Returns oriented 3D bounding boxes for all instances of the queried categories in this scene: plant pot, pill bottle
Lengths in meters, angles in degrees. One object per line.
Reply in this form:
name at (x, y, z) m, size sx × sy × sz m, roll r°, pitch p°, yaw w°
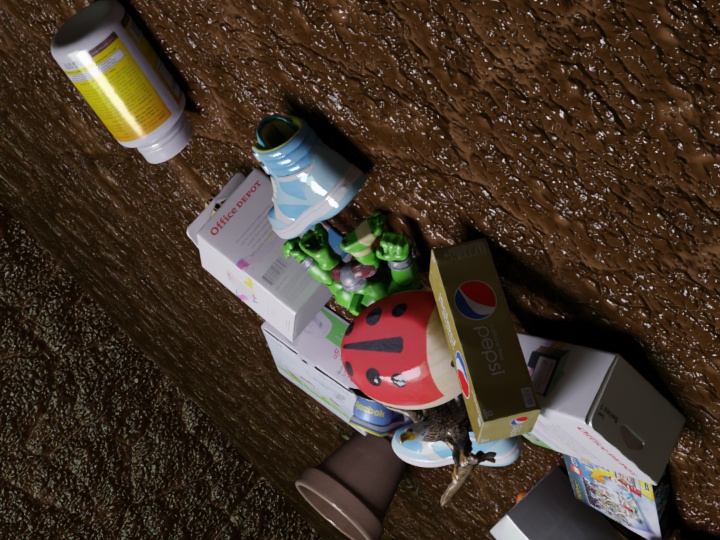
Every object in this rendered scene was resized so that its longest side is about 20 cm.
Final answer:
plant pot at (-0.001, 0.409, 2.087) m, size 0.199 × 0.175 × 0.201 m, roll 35°, pitch 159°, yaw 16°
pill bottle at (-0.299, -0.237, 1.382) m, size 0.108 × 0.110 × 0.201 m, roll 19°, pitch 150°, yaw 47°

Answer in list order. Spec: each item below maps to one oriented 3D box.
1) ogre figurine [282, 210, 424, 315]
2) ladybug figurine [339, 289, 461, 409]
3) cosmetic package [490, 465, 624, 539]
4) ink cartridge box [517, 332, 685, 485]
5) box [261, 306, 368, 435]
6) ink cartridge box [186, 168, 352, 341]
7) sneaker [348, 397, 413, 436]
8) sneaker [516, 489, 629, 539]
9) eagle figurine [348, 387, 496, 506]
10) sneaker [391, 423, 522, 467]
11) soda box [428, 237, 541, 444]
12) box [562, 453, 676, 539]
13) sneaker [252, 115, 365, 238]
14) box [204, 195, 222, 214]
ogre figurine at (0.000, 0.000, 1.321) m, size 0.197 × 0.099 × 0.120 m, roll -17°, pitch 127°, yaw 28°
ladybug figurine at (0.049, 0.089, 1.233) m, size 0.197 × 0.139 × 0.071 m, roll -10°, pitch 166°, yaw 38°
cosmetic package at (0.291, 0.386, 1.468) m, size 0.200 × 0.150 × 0.052 m, roll 48°, pitch 133°, yaw 14°
ink cartridge box at (0.233, 0.145, 1.181) m, size 0.144 × 0.085 × 0.199 m, roll 39°, pitch 164°, yaw -31°
box at (-0.050, 0.150, 1.748) m, size 0.198 × 0.097 × 0.177 m, roll 33°, pitch 159°, yaw 24°
ink cartridge box at (-0.126, -0.028, 1.471) m, size 0.199 × 0.129 × 0.126 m, roll 39°, pitch 161°, yaw 9°
sneaker at (0.047, 0.196, 1.651) m, size 0.073 × 0.084 × 0.200 m, roll 15°, pitch -172°, yaw 17°
sneaker at (0.321, 0.372, 1.584) m, size 0.198 × 0.073 × 0.078 m, roll 26°, pitch 136°, yaw 27°
eagle figurine at (0.088, 0.183, 1.402) m, size 0.201 × 0.151 × 0.151 m, roll 53°, pitch -168°, yaw 22°
sneaker at (0.123, 0.214, 1.529) m, size 0.196 × 0.080 × 0.132 m, roll -6°, pitch 133°, yaw 23°
soda box at (0.127, 0.072, 1.128) m, size 0.068 × 0.063 × 0.203 m, roll 90°, pitch 167°, yaw -62°
box at (0.324, 0.261, 1.355) m, size 0.135 × 0.038 × 0.201 m, roll 27°, pitch 156°, yaw 35°
sneaker at (-0.084, -0.116, 1.262) m, size 0.131 × 0.080 × 0.199 m, roll 44°, pitch 151°, yaw -13°
box at (-0.189, -0.028, 1.748) m, size 0.163 × 0.021 × 0.200 m, roll 40°, pitch 160°, yaw 5°
